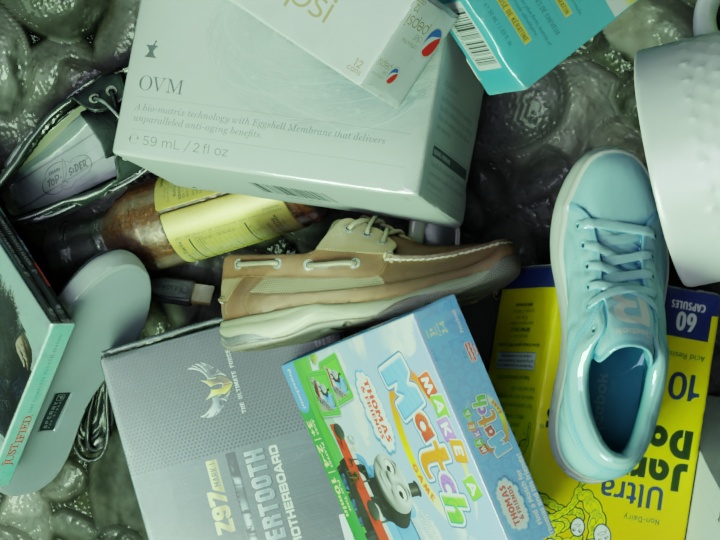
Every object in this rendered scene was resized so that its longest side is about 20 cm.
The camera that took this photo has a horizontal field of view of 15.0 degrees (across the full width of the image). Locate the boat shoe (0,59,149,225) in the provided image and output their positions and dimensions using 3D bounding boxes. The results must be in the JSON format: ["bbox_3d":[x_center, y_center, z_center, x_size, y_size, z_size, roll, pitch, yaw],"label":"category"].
[{"bbox_3d":[-0.171,-0.090,1.815,0.199,0.066,0.075,-27,93,22],"label":"boat shoe"}]

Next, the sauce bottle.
[{"bbox_3d":[-0.116,-0.038,1.812,0.200,0.066,0.066,-14,99,22],"label":"sauce bottle"}]

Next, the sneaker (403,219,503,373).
[{"bbox_3d":[0.080,0.017,1.767,0.106,0.075,0.200,2,97,-1],"label":"sneaker"}]

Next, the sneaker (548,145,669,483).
[{"bbox_3d":[0.155,0.025,1.595,0.074,0.082,0.200,1,87,-16],"label":"sneaker"}]

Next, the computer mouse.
[{"bbox_3d":[-0.096,0.079,1.850,0.200,0.046,0.141,13,102,20],"label":"computer mouse"}]

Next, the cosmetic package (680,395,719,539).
[{"bbox_3d":[0.213,0.179,1.683,0.052,0.200,0.151,7,108,-7],"label":"cosmetic package"}]

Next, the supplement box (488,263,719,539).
[{"bbox_3d":[0.140,0.104,1.687,0.109,0.110,0.200,10,86,-14],"label":"supplement box"}]

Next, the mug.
[{"bbox_3d":[0.262,-0.103,1.638,0.175,0.148,0.200,-12,69,13],"label":"mug"}]

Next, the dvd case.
[{"bbox_3d":[-0.262,0.026,1.831,0.200,0.022,0.146,54,132,37],"label":"dvd case"}]

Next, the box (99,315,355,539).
[{"bbox_3d":[-0.068,0.127,1.778,0.157,0.051,0.200,-15,89,2],"label":"box"}]

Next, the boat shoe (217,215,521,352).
[{"bbox_3d":[0.000,0.000,1.700,0.200,0.076,0.072,-12,84,16],"label":"boat shoe"}]

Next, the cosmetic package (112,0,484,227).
[{"bbox_3d":[-0.027,-0.146,1.692,0.199,0.123,0.200,8,84,16],"label":"cosmetic package"}]

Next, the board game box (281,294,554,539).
[{"bbox_3d":[0.031,0.105,1.656,0.200,0.037,0.152,-25,88,63],"label":"board game box"}]

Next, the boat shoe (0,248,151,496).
[{"bbox_3d":[-0.209,0.051,1.840,0.086,0.074,0.202,54,129,37],"label":"boat shoe"}]

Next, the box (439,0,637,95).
[{"bbox_3d":[0.137,-0.194,1.623,0.200,0.049,0.082,-39,105,-19],"label":"box"}]

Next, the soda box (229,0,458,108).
[{"bbox_3d":[-0.045,-0.177,1.595,0.200,0.064,0.068,35,94,24],"label":"soda box"}]
